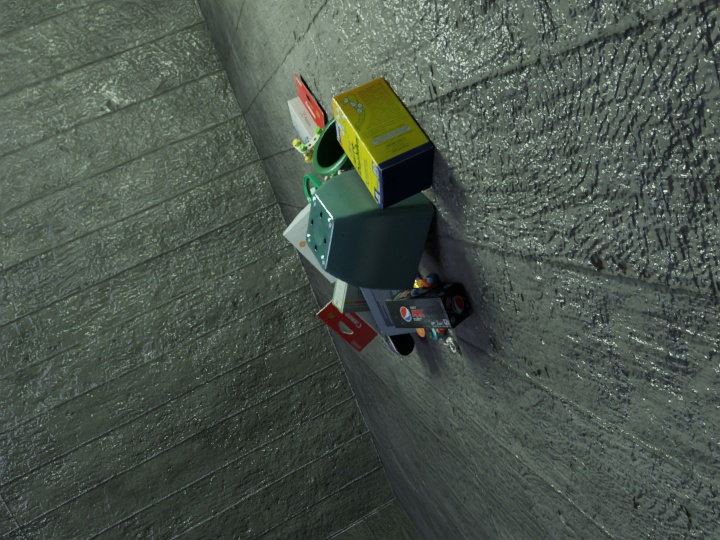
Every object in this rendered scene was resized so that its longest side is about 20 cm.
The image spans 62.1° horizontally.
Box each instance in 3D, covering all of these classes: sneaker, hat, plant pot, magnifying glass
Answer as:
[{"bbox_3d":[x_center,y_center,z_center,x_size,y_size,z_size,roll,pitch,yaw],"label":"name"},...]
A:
[{"bbox_3d":[0.065,0.137,1.601,0.204,0.075,0.087,64,158,-8],"label":"sneaker"},{"bbox_3d":[-0.003,-0.262,1.409,0.174,0.168,0.200,28,-173,-35],"label":"hat"},{"bbox_3d":[0.000,-0.084,1.209,0.197,0.195,0.200,53,140,47],"label":"plant pot"},{"bbox_3d":[-0.098,-0.199,1.482,0.199,0.022,0.082,21,126,65],"label":"magnifying glass"}]

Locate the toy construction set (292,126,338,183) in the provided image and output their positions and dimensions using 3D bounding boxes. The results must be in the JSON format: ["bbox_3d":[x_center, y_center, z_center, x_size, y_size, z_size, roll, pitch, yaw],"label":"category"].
[{"bbox_3d":[-0.096,-0.284,1.554,0.092,0.129,0.204,23,-138,-63],"label":"toy construction set"}]

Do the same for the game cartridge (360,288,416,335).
[{"bbox_3d":[0.083,0.073,1.464,0.042,0.130,0.203,-79,-29,-51],"label":"game cartridge"}]

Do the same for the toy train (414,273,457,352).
[{"bbox_3d":[0.155,0.095,1.357,0.150,0.054,0.204,-136,26,-63],"label":"toy train"}]

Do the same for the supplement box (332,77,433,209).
[{"bbox_3d":[0.039,-0.236,1.101,0.202,0.107,0.110,60,167,30],"label":"supplement box"}]

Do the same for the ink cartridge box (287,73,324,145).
[{"bbox_3d":[-0.153,-0.432,1.718,0.202,0.044,0.178,59,168,32],"label":"ink cartridge box"}]

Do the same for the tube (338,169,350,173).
[{"bbox_3d":[-0.012,-0.188,1.570,0.203,0.051,0.058,61,169,26],"label":"tube"}]

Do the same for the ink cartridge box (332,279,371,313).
[{"bbox_3d":[0.000,0.000,1.487,0.059,0.102,0.205,35,120,51],"label":"ink cartridge box"}]

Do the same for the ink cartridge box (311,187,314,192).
[{"bbox_3d":[-0.067,-0.159,1.798,0.201,0.086,0.148,-127,16,-52],"label":"ink cartridge box"}]

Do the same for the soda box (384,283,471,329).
[{"bbox_3d":[0.136,0.076,1.241,0.198,0.063,0.072,-8,108,58],"label":"soda box"}]

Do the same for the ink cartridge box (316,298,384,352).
[{"bbox_3d":[0.006,0.124,1.637,0.200,0.176,0.045,43,-175,-33],"label":"ink cartridge box"}]

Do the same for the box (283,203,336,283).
[{"bbox_3d":[-0.085,-0.093,1.647,0.200,0.107,0.151,45,137,-12],"label":"box"}]
